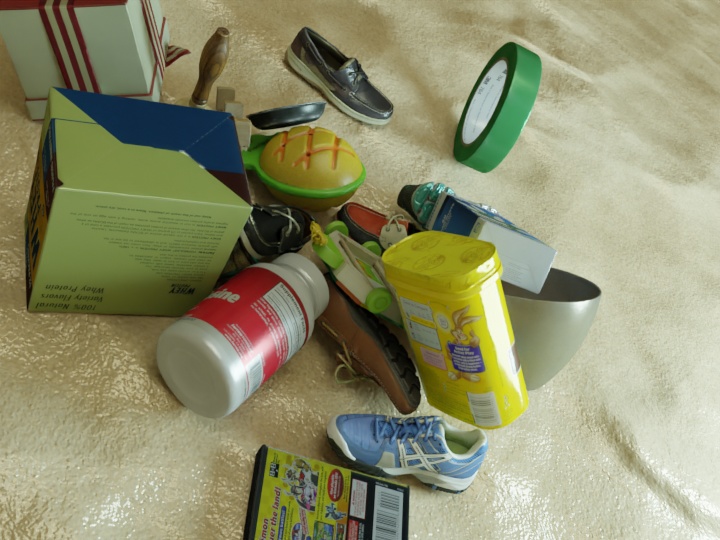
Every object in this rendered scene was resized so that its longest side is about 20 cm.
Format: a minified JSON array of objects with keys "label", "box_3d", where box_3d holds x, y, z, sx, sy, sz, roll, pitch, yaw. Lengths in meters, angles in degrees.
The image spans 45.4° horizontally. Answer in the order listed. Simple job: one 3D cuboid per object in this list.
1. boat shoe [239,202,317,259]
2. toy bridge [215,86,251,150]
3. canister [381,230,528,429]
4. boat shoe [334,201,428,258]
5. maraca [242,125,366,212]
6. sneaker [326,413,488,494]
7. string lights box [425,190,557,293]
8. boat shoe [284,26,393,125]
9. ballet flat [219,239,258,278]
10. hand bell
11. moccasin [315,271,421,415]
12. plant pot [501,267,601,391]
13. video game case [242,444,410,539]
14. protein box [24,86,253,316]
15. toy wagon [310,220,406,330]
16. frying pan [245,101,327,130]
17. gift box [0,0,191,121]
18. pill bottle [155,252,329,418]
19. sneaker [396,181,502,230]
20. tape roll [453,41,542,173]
[{"label":"boat shoe","box_3d":[-0.102,-0.055,1.025,0.073,0.067,0.200,65,10,8]},{"label":"toy bridge","box_3d":[-0.172,-0.191,1.147,0.027,0.068,0.200,2,23,-16]},{"label":"canister","box_3d":[0.111,0.069,0.988,0.086,0.148,0.203,-31,117,-28]},{"label":"boat shoe","box_3d":[0.059,-0.043,1.192,0.198,0.063,0.072,30,47,-4]},{"label":"maraca","box_3d":[-0.085,-0.144,1.164,0.198,0.109,0.137,23,36,26]},{"label":"sneaker","box_3d":[0.055,0.190,0.977,0.197,0.078,0.076,15,37,-22]},{"label":"string lights box","box_3d":[0.159,-0.040,1.094,0.101,0.060,0.200,21,11,-15]},{"label":"boat shoe","box_3d":[-0.027,-0.306,1.353,0.199,0.065,0.072,37,43,1]},{"label":"ballet flat","box_3d":[-0.173,-0.066,1.070,0.070,0.071,0.202,8,39,-24]},{"label":"hand bell","box_3d":[-0.202,-0.225,1.087,0.102,0.201,0.105,15,47,-17]},{"label":"moccasin","box_3d":[-0.002,0.095,1.035,0.202,0.078,0.073,48,14,18]},{"label":"plant pot","box_3d":[0.198,0.075,1.107,0.196,0.137,0.201,6,15,-2]},{"label":"video game case","box_3d":[-0.035,0.295,0.883,0.178,0.026,0.202,20,48,-16]},{"label":"protein box","box_3d":[-0.247,-0.064,0.927,0.195,0.201,0.137,4,52,-28]},{"label":"toy wagon","box_3d":[0.000,0.000,1.075,0.199,0.040,0.156,30,19,-41]},{"label":"frying pan","box_3d":[-0.109,-0.215,1.210,0.113,0.190,0.032,-12,97,-14]},{"label":"gift box","box_3d":[-0.322,-0.289,1.068,0.196,0.188,0.187,2,52,2]},{"label":"pill bottle","box_3d":[-0.123,0.063,0.959,0.112,0.113,0.200,41,44,7]},{"label":"sneaker","box_3d":[0.134,-0.077,1.256,0.199,0.091,0.079,31,85,-33]},{"label":"tape roll","box_3d":[0.214,-0.256,1.359,0.047,0.201,0.203,21,46,-14]}]
